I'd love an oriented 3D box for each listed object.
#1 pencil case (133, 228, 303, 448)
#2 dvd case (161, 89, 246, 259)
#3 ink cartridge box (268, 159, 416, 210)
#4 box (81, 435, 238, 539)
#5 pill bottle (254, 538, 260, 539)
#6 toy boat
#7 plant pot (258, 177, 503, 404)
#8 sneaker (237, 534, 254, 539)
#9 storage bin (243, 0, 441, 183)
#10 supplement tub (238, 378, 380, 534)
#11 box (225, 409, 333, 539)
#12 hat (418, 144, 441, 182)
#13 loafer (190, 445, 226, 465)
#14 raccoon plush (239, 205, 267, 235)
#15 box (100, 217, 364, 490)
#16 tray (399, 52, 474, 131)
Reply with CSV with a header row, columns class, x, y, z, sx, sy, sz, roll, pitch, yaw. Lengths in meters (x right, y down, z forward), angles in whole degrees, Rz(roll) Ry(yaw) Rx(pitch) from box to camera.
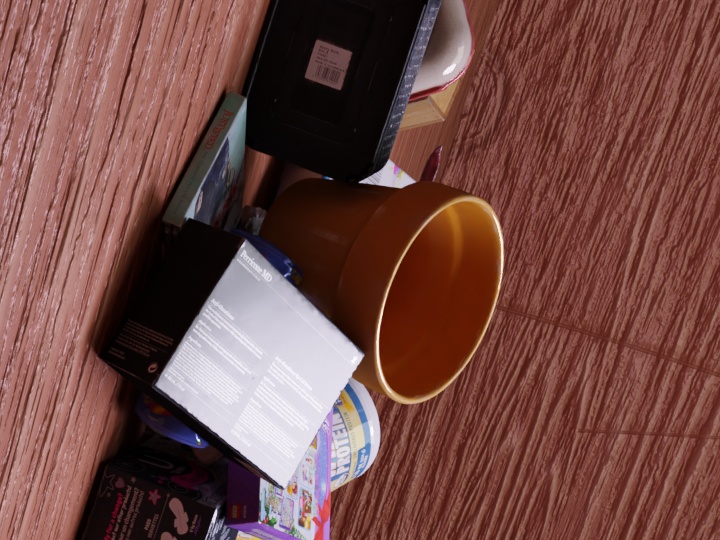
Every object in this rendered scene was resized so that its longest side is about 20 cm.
class,x,y,z,sx,sy,sz,roll,pitch,yaw
pencil case,-0.126,0.065,1.488,0.087,0.078,0.201,35,81,-50
dvd case,-0.139,-0.045,1.484,0.201,0.022,0.147,102,10,-58
ink cartridge box,0.000,-0.045,1.814,0.084,0.200,0.146,-10,-127,45
box,-0.183,0.240,1.565,0.200,0.114,0.133,-30,139,-82
pill bottle,-0.157,0.320,2.020,0.200,0.110,0.112,-50,160,-73
toy boat,0.041,-0.262,1.632,0.131,0.129,0.202,12,64,-77
plant pot,0.006,-0.001,1.567,0.200,0.182,0.202,-32,132,-43
sneaker,-0.164,0.212,1.877,0.075,0.087,0.202,32,53,-50
storage bin,-0.019,-0.194,1.526,0.094,0.134,0.202,-38,148,-78
supplement tub,-0.092,0.189,1.780,0.199,0.144,0.146,-25,143,-40
box,-0.073,0.153,1.558,0.137,0.039,0.202,36,50,-56
hat,0.000,0.000,1.713,0.165,0.178,0.199,-22,180,43
loafer,-0.101,0.157,1.611,0.070,0.070,0.200,-31,177,24
raccoon plush,-0.141,0.038,1.596,0.134,0.096,0.202,2,81,-70
box,-0.103,0.072,1.397,0.142,0.078,0.200,-56,137,-12
tray,0.018,-0.182,1.714,0.037,0.199,0.099,47,51,-32
